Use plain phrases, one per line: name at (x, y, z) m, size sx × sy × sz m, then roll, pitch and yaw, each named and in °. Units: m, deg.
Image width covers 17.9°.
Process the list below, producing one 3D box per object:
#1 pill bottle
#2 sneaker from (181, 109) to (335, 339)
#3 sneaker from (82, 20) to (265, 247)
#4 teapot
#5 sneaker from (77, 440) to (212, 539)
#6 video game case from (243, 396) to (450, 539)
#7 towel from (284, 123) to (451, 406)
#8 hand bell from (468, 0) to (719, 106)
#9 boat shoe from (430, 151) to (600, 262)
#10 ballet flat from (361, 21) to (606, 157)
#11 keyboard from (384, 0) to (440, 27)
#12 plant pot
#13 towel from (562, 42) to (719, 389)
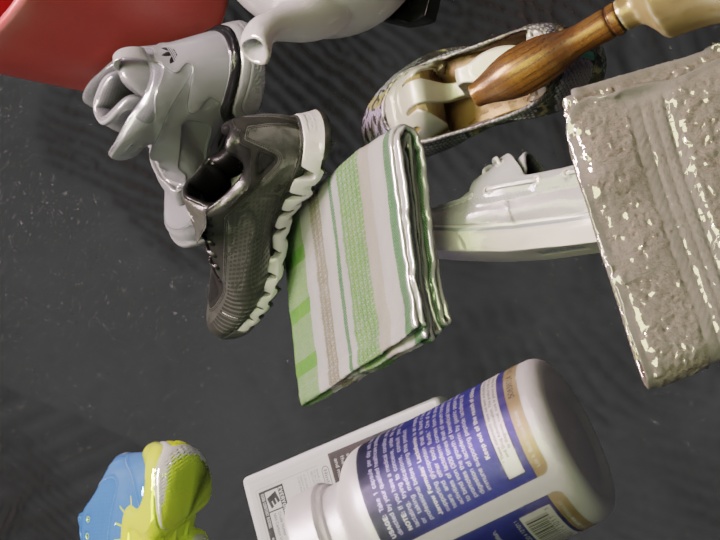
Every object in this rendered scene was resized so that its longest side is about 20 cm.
pill bottle at (0.057, 0.150, 1.508) m, size 0.199 × 0.116 × 0.116 m, roll -28°, pitch 72°, yaw 16°
sneaker at (-0.092, -0.036, 1.634) m, size 0.067 × 0.090 × 0.201 m, roll -109°, pitch 34°, yaw -46°
sneaker at (-0.143, -0.093, 1.650) m, size 0.075 × 0.114 × 0.201 m, roll 62°, pitch 147°, yaw 36°
teapot at (-0.049, -0.264, 1.594) m, size 0.200 × 0.145 × 0.199 m, roll 41°, pitch 114°, yaw 42°
sneaker at (-0.163, 0.226, 1.710) m, size 0.105 × 0.075 × 0.202 m, roll 1°, pitch 80°, yaw 46°
video game case at (0.014, 0.213, 1.612) m, size 0.181 × 0.023 × 0.202 m, roll -25°, pitch 73°, yaw 31°
towel at (0.000, 0.000, 1.580) m, size 0.200 × 0.030 × 0.151 m, roll 145°, pitch 122°, yaw -60°
hand bell at (0.157, -0.159, 1.471) m, size 0.199 × 0.104 × 0.105 m, roll -26°, pitch 73°, yaw 20°
boat shoe at (0.111, -0.045, 1.534) m, size 0.199 × 0.072 × 0.069 m, roll -7°, pitch 80°, yaw 34°
ballet flat at (0.070, -0.126, 1.569) m, size 0.199 × 0.072 × 0.073 m, roll -16°, pitch 78°, yaw 33°
keyboard at (0.067, -0.267, 1.610) m, size 0.104 × 0.039 × 0.202 m, roll 22°, pitch 101°, yaw 57°
plant pot at (-0.205, -0.219, 1.667) m, size 0.200 × 0.177 × 0.202 m, roll -21°, pitch 60°, yaw 41°
towel at (0.212, -0.038, 1.454) m, size 0.131 × 0.034 × 0.202 m, roll -17°, pitch 77°, yaw 0°
